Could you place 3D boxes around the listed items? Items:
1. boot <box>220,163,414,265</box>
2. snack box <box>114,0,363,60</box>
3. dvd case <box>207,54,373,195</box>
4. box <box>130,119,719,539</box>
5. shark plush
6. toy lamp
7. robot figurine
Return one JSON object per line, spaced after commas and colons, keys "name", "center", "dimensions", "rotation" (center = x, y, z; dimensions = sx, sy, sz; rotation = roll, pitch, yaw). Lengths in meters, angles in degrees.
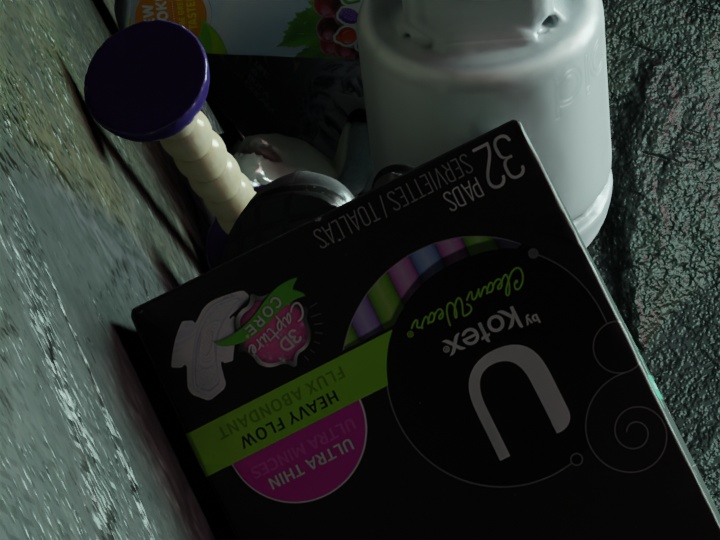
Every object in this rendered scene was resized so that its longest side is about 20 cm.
{"name": "boot", "center": [0.000, 0.000, 1.229], "dimensions": [0.201, 0.069, 0.132], "rotation": [78, 24, -47]}
{"name": "snack box", "center": [-0.036, -0.199, 1.348], "dimensions": [0.053, 0.141, 0.201], "rotation": [-108, -158, -60]}
{"name": "dvd case", "center": [-0.018, -0.097, 1.527], "dimensions": [0.149, 0.016, 0.200], "rotation": [47, -27, 6]}
{"name": "box", "center": [0.035, 0.075, 0.986], "dimensions": [0.201, 0.148, 0.124], "rotation": [64, 2, 6]}
{"name": "shark plush", "center": [-0.031, 0.004, 1.524], "dimensions": [0.084, 0.090, 0.201], "rotation": [-75, 161, -46]}
{"name": "toy lamp", "center": [-0.055, -0.035, 1.213], "dimensions": [0.058, 0.058, 0.200], "rotation": [65, 3, 28]}
{"name": "robot figurine", "center": [0.059, -0.072, 1.346], "dimensions": [0.170, 0.112, 0.201], "rotation": [-85, 171, -47]}
